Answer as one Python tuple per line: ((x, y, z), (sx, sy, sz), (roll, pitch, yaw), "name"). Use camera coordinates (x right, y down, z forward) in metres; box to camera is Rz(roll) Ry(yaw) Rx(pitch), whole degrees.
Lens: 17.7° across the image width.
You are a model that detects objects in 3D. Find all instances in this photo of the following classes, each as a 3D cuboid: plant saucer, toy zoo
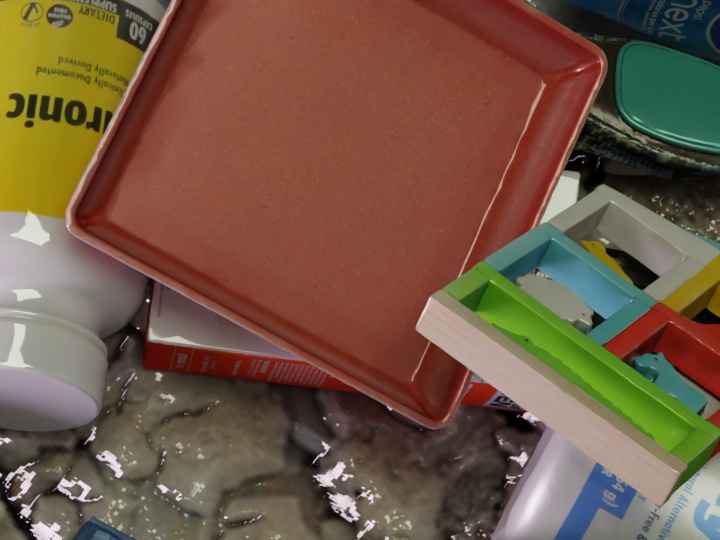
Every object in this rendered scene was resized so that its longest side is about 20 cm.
((-0.010, -0.058, 1.055), (0.199, 0.037, 0.201), (29, 74, -13), "plant saucer")
((0.127, 0.023, 1.030), (0.131, 0.021, 0.200), (36, 34, 18), "toy zoo")

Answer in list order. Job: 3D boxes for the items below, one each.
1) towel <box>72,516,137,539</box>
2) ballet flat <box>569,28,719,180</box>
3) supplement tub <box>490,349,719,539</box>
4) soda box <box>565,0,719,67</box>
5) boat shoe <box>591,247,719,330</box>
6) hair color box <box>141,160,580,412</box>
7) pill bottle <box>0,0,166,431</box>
((-0.059, 0.201, 1.029), (0.199, 0.049, 0.112), (26, 66, 2), "towel")
((0.117, -0.084, 1.172), (0.199, 0.074, 0.075), (19, 65, -5), "ballet flat")
((0.169, 0.128, 1.053), (0.199, 0.132, 0.132), (28, 65, 4), "supplement tub")
((0.205, -0.141, 1.181), (0.199, 0.064, 0.068), (21, 64, -20), "soda box")
((0.198, 0.034, 1.131), (0.198, 0.072, 0.068), (12, 59, -4), "boat shoe")
((0.000, 0.000, 1.110), (0.198, 0.064, 0.112), (7, 75, -5), "hair color box")
((-0.150, -0.033, 1.080), (0.110, 0.111, 0.201), (7, 67, -6), "pill bottle")
